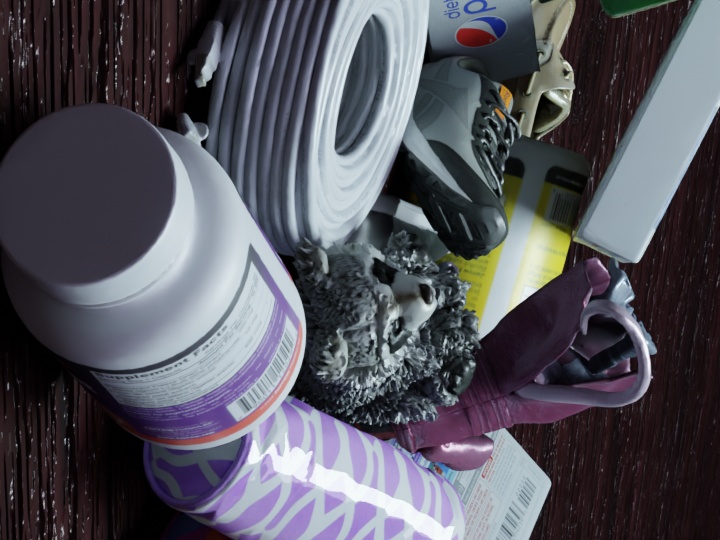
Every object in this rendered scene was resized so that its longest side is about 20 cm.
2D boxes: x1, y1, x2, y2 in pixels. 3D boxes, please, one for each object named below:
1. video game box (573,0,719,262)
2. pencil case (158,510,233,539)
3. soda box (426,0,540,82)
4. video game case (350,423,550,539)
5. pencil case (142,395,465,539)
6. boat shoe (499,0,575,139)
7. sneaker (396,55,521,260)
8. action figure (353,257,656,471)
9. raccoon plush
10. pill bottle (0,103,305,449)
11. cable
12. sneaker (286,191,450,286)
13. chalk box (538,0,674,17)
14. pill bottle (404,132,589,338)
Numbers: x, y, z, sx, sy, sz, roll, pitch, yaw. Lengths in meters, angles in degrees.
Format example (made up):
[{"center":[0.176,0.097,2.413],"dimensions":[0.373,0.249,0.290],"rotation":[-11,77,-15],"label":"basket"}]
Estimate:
[{"center":[0.196,-0.100,1.672],"dimensions":[0.201,0.047,0.182],"rotation":[-63,179,2],"label":"video game box"},{"center":[-0.085,0.175,1.456],"dimensions":[0.200,0.088,0.089],"rotation":[-52,153,-56],"label":"pencil case"},{"center":[0.063,-0.188,1.604],"dimensions":[0.200,0.068,0.064],"rotation":[74,3,-61],"label":"soda box"},{"center":[0.029,0.152,1.655],"dimensions":[0.182,0.022,0.201],"rotation":[48,50,-28],"label":"video game case"},{"center":[-0.028,0.115,1.428],"dimensions":[0.200,0.085,0.084],"rotation":[32,93,-45],"label":"pencil case"},{"center":[0.120,-0.123,1.895],"dimensions":[0.072,0.065,0.201],"rotation":[86,25,-50],"label":"boat shoe"},{"center":[0.058,-0.076,1.565],"dimensions":[0.200,0.079,0.074],"rotation":[-110,176,-60],"label":"sneaker"},{"center":[0.078,0.075,1.584],"dimensions":[0.149,0.199,0.134],"rotation":[-99,166,-68],"label":"action figure"},{"center":[-0.028,0.053,1.437],"dimensions":[0.200,0.097,0.134],"rotation":[-42,156,29],"label":"raccoon plush"},{"center":[-0.096,0.002,1.203],"dimensions":[0.200,0.111,0.112],"rotation":[62,46,-67],"label":"pill bottle"},{"center":[-0.021,-0.107,1.429],"dimensions":[0.200,0.069,0.201],"rotation":[73,36,-62],"label":"cable"},{"center":[0.000,0.000,1.615],"dimensions":[0.100,0.070,0.200],"rotation":[-70,162,2],"label":"sneaker"},{"center":[0.146,-0.243,1.584],"dimensions":[0.124,0.124,0.201],"rotation":[75,-1,-76],"label":"chalk box"},{"center":[0.072,0.008,1.771],"dimensions":[0.114,0.114,0.201],"rotation":[16,90,-74],"label":"pill bottle"}]
